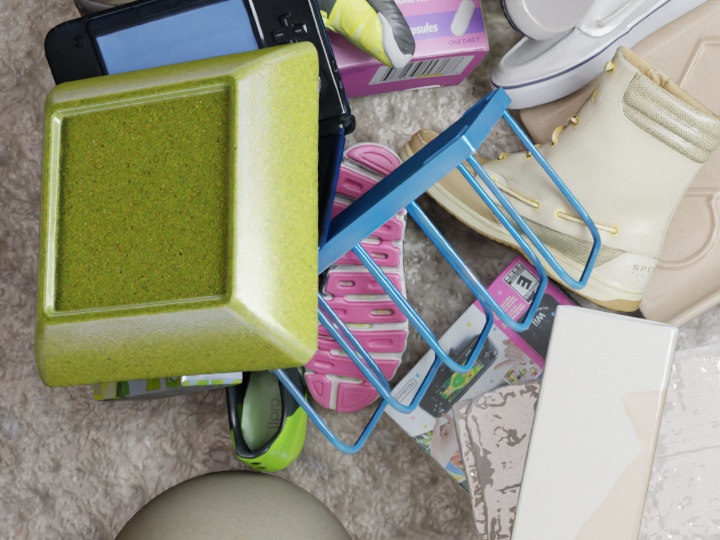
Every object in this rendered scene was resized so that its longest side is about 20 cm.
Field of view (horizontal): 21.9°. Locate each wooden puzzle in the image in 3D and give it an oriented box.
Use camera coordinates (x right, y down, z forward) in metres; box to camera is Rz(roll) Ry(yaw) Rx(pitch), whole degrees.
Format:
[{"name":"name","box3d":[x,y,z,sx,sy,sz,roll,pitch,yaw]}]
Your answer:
[{"name":"wooden puzzle","box3d":[0.235,-0.081,1.290,0.185,0.046,0.201,-32,73,6]}]

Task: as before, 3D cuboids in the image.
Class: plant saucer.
[{"name":"plant saucer","box3d":[-0.123,-0.037,1.128,0.199,0.048,0.201,-6,77,26]}]

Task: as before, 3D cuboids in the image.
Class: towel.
[{"name":"towel","box3d":[0.165,0.128,1.220,0.199,0.034,0.133,-11,83,9]}]

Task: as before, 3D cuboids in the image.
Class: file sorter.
[{"name":"file sorter","box3d":[0.039,0.002,1.181,0.200,0.139,0.123,-38,96,21]}]

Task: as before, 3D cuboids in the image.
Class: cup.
[{"name":"cup","box3d":[-0.105,0.237,1.269,0.199,0.143,0.201,-1,83,12]}]

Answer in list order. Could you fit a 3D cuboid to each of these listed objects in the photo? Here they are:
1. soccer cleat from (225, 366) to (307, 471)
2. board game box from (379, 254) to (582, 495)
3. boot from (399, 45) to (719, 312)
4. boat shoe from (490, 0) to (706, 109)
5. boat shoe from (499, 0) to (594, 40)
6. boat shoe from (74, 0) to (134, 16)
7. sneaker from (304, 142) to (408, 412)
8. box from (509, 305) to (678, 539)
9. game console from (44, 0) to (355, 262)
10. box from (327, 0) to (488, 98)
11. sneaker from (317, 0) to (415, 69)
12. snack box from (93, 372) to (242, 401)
[{"name":"soccer cleat","box3d":[-0.069,0.041,1.316,0.067,0.081,0.201,-6,82,11]},{"name":"board game box","box3d":[0.136,0.109,1.277,0.200,0.064,0.148,43,93,12]},{"name":"boot","box3d":[0.134,-0.085,1.248,0.200,0.073,0.156,34,110,24]},{"name":"boat shoe","box3d":[0.170,-0.188,1.287,0.199,0.072,0.066,-30,122,10]},{"name":"boat shoe","box3d":[0.113,-0.219,1.273,0.093,0.075,0.201,-26,33,43]},{"name":"boat shoe","box3d":[-0.114,-0.212,1.363,0.199,0.065,0.074,-18,77,6]},{"name":"sneaker","box3d":[0.000,0.000,1.317,0.073,0.087,0.201,4,107,0]},{"name":"box","box3d":[0.142,0.128,1.160,0.077,0.095,0.201,11,88,10]},{"name":"game console","box3d":[-0.116,-0.084,1.172,0.199,0.118,0.171,-12,105,24]},{"name":"box","box3d":[-0.019,-0.226,1.300,0.175,0.097,0.201,-8,82,-11]},{"name":"sneaker","box3d":[-0.048,-0.196,1.213,0.200,0.075,0.076,42,92,5]},{"name":"snack box","box3d":[-0.141,-0.013,1.312,0.142,0.053,0.201,-14,77,55]}]
